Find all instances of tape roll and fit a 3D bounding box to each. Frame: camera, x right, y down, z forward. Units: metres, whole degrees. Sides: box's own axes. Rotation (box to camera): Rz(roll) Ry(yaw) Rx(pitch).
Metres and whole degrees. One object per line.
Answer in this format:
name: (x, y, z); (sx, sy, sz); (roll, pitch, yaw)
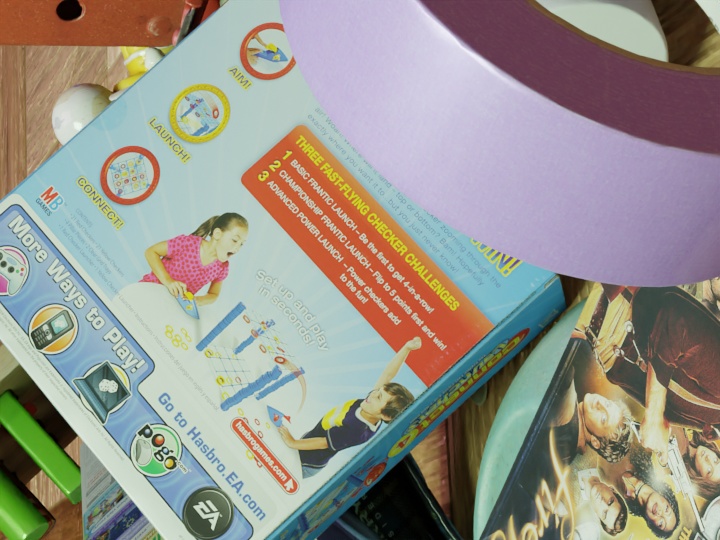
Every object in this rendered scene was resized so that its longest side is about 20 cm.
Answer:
tape roll: (0.076, -0.094, 0.646); (0.066, 0.199, 0.201); (117, 148, -47)

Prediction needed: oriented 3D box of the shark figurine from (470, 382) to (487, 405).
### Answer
shark figurine: (-0.005, 0.018, 1.003); (0.214, 0.128, 0.090); (-29, 12, 35)

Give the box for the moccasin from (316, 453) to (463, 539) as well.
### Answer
moccasin: (-0.005, 0.079, 0.939); (0.068, 0.200, 0.081); (-19, 26, 54)

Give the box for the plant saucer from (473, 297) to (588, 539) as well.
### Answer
plant saucer: (0.086, 0.108, 0.823); (0.201, 0.038, 0.202); (-178, 90, -68)

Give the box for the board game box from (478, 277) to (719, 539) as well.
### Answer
board game box: (0.113, 0.077, 0.699); (0.136, 0.034, 0.201); (50, 128, 45)

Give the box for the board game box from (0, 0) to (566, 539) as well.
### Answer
board game box: (-0.048, 0.006, 0.877); (0.200, 0.196, 0.056); (47, 176, 19)

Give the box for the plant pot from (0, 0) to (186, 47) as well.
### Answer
plant pot: (-0.169, -0.231, 1.125); (0.177, 0.199, 0.201); (-110, 26, -42)

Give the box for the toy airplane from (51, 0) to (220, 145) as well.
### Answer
toy airplane: (-0.123, -0.077, 1.253); (0.200, 0.140, 0.201); (-111, 31, -45)

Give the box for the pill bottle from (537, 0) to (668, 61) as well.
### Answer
pill bottle: (0.058, -0.146, 0.823); (0.112, 0.111, 0.201); (114, 151, -44)

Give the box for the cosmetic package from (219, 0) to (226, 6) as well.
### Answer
cosmetic package: (-0.035, -0.254, 1.135); (0.103, 0.073, 0.201); (163, 109, -68)

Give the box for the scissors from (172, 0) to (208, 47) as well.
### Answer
scissors: (-0.090, -0.135, 1.053); (0.201, 0.014, 0.073); (-75, 3, -47)

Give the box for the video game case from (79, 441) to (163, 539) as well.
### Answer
video game case: (-0.081, 0.085, 1.112); (0.200, 0.022, 0.182); (-44, 25, 13)

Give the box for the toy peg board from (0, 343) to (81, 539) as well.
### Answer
toy peg board: (-0.187, 0.110, 1.339); (0.098, 0.200, 0.199); (45, 170, 15)
